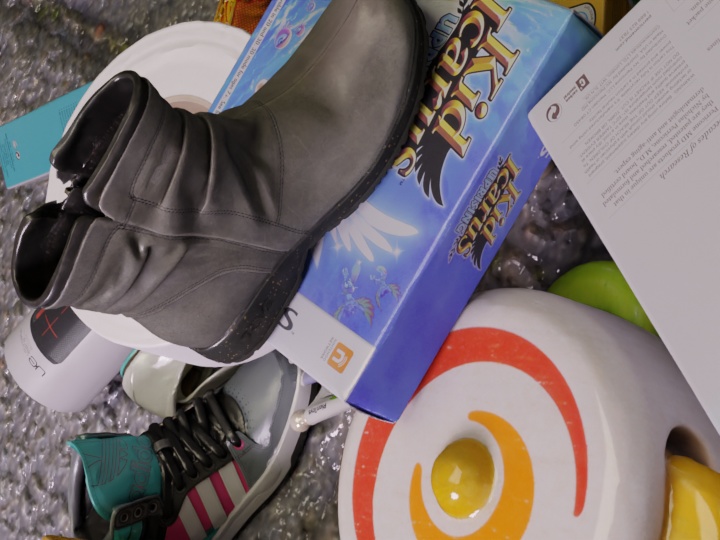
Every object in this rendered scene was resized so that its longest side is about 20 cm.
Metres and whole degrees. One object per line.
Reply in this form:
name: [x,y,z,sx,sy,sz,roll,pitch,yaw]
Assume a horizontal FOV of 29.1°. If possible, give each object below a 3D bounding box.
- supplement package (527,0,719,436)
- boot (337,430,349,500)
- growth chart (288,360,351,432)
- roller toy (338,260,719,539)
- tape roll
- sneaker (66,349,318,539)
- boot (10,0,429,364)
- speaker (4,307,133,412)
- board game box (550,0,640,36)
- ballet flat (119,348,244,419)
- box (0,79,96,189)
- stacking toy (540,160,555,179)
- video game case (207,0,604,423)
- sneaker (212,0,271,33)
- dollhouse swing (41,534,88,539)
supplement package: [0.201,-0.024,0.564,0.152,0.150,0.201,-44,49,24]
boot: [0.022,0.161,0.761,0.075,0.073,0.202,-35,46,52]
growth chart: [0.000,0.000,0.825,0.144,0.018,0.202,-34,41,43]
roller toy: [0.085,0.107,0.648,0.183,0.139,0.201,-46,49,25]
tape roll: [-0.097,-0.046,0.848,0.200,0.071,0.205,-10,71,30]
sneaker: [-0.121,0.116,0.872,0.201,0.120,0.084,-56,45,16]
boot: [-0.057,-0.055,0.598,0.067,0.130,0.201,33,94,40]
speaker: [-0.170,0.014,0.990,0.200,0.081,0.082,-43,50,27]
board game box: [0.051,-0.150,0.734,0.198,0.040,0.155,-11,61,35]
ballet flat: [-0.082,0.020,0.913,0.201,0.069,0.070,-53,46,14]
box: [-0.193,-0.106,1.024,0.199,0.082,0.050,-11,95,52]
stacking toy: [0.092,-0.157,0.780,0.085,0.085,0.202,7,78,47]
video game case: [-0.002,-0.058,0.674,0.181,0.045,0.201,33,94,40]
sneaker: [-0.073,-0.187,0.956,0.200,0.077,0.074,-48,48,35]
dollhouse swing: [-0.111,0.279,0.766,0.176,0.180,0.202,-158,81,-71]
